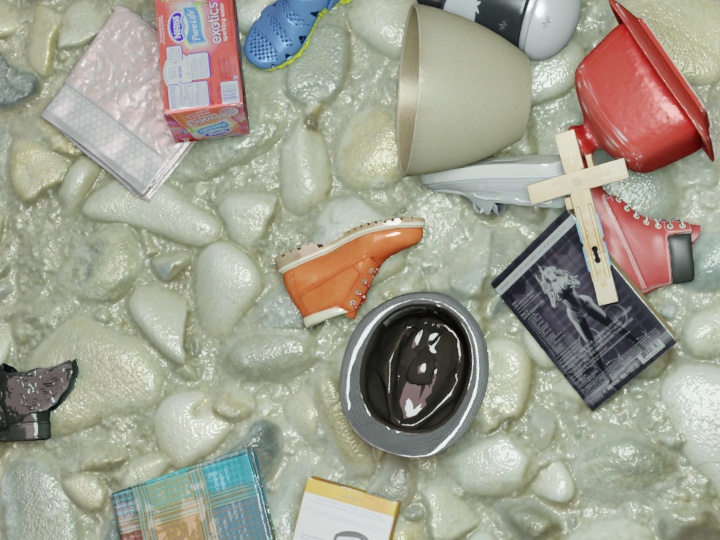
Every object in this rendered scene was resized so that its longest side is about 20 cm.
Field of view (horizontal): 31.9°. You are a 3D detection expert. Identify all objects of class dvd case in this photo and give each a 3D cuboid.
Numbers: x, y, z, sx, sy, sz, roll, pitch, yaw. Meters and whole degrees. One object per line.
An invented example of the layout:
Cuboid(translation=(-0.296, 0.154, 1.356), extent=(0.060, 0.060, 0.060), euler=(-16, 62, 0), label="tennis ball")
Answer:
Cuboid(translation=(0.263, 0.047, 1.498), extent=(0.201, 0.016, 0.149), euler=(51, 127, 12), label="dvd case")

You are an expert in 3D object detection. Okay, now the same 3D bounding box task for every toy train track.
Cuboid(translation=(0.261, -0.061, 1.448), extent=(0.114, 0.033, 0.202), euler=(-14, 93, 15), label="toy train track")

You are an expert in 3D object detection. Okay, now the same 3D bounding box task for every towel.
Cuboid(translation=(-0.299, -0.223, 1.667), extent=(0.199, 0.032, 0.192), euler=(37, 91, 12), label="towel")
Cuboid(translation=(-0.209, 0.322, 1.588), extent=(0.198, 0.022, 0.148), euler=(-18, 80, 8), label="towel")

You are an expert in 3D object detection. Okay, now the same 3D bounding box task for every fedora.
Cuboid(translation=(0.068, 0.128, 1.524), extent=(0.175, 0.090, 0.202), euler=(11, 79, 10), label="fedora")

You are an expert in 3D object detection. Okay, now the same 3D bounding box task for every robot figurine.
Cuboid(translation=(0.173, -0.334, 1.547), extent=(0.198, 0.151, 0.126), euler=(20, 70, 13), label="robot figurine")

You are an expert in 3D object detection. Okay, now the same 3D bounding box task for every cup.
Cuboid(translation=(0.124, -0.209, 1.495), extent=(0.141, 0.200, 0.203), euler=(3, 83, -5), label="cup")

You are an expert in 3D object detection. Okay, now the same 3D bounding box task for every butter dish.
Cuboid(translation=(0.309, -0.186, 1.469), extent=(0.147, 0.200, 0.201), euler=(-35, 78, 13), label="butter dish")

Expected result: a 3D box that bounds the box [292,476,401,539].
Cuboid(translation=(-0.031, 0.365, 1.541), extent=(0.118, 0.041, 0.202), euler=(14, 88, 12), label="box")

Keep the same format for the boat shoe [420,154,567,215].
Cuboid(translation=(0.163, -0.101, 1.530), extent=(0.198, 0.072, 0.069), euler=(-1, 105, 31), label="boat shoe")

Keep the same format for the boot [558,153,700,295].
Cuboid(translation=(0.325, -0.069, 1.513), extent=(0.143, 0.072, 0.202), euler=(-19, 88, 7), label="boot")

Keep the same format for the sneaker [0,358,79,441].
Cuboid(translation=(-0.466, 0.170, 1.637), extent=(0.197, 0.060, 0.106), euler=(-2, 84, 5), label="sneaker")

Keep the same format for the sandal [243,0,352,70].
Cuboid(translation=(-0.077, -0.341, 1.612), extent=(0.079, 0.087, 0.200), euler=(44, 94, 11), label="sandal")

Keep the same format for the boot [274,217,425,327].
Cuboid(translation=(0.000, 0.000, 1.567), extent=(0.198, 0.075, 0.108), euler=(-22, 82, 16), label="boot")

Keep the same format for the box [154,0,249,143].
Cuboid(translation=(-0.202, -0.274, 1.595), extent=(0.101, 0.095, 0.202), euler=(-8, 72, -2), label="box")
